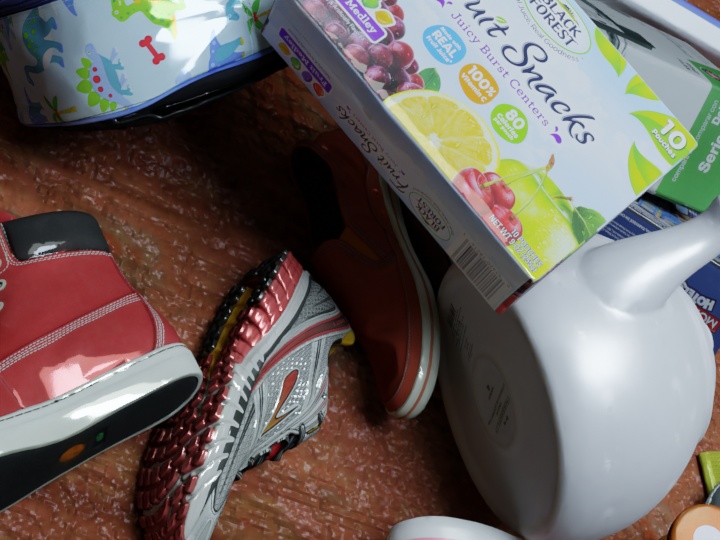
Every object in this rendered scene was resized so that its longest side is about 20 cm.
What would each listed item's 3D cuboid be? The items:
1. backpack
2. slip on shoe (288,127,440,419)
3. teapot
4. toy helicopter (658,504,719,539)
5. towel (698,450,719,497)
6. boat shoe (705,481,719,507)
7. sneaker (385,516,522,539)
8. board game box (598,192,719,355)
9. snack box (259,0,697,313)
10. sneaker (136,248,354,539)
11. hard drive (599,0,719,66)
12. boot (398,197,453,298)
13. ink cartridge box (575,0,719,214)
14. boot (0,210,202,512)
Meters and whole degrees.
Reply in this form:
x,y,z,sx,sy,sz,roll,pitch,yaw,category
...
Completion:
x,y,z,sx,sy,sz,roll,pitch,yaw,category
-0.119,-0.168,0.912,0.199,0.182,0.148,-32,109,-31,backpack
0.000,0.000,0.988,0.061,0.074,0.202,-3,64,-28,slip on shoe
0.140,0.061,0.940,0.145,0.200,0.200,-14,98,-20,teapot
0.237,0.244,0.953,0.131,0.079,0.202,9,65,1,toy helicopter
0.290,0.223,1.105,0.085,0.018,0.202,6,64,-33,towel
0.227,0.216,1.031,0.061,0.073,0.202,30,59,-23,boat shoe
0.091,0.229,0.928,0.200,0.075,0.105,36,47,-19,sneaker
0.178,-0.040,1.099,0.199,0.062,0.200,34,19,7,board game box
0.064,-0.098,0.851,0.142,0.053,0.200,-37,84,-30,snack box
-0.058,0.082,0.902,0.082,0.078,0.201,40,53,-18,sneaker
0.171,-0.204,1.171,0.199,0.132,0.026,25,88,-22,hard drive
0.072,0.000,1.039,0.073,0.075,0.202,-27,104,-20,boot
0.142,-0.129,1.042,0.198,0.084,0.147,20,20,-21,ink cartridge box
-0.202,0.045,0.837,0.199,0.073,0.145,-26,69,-33,boot
